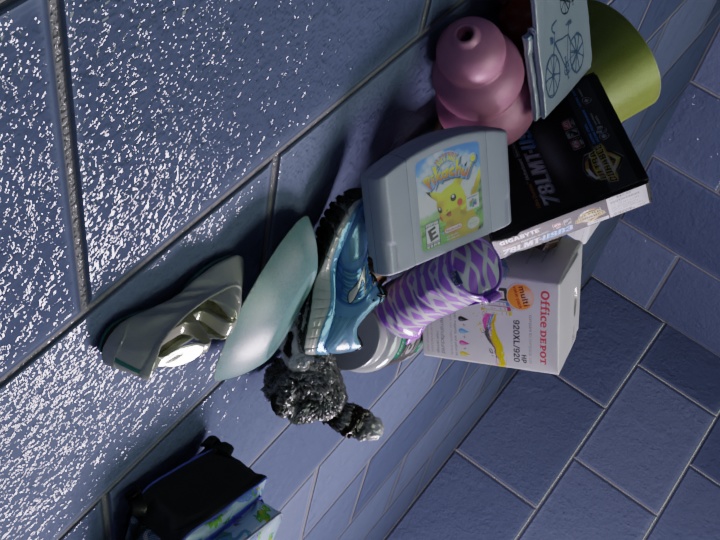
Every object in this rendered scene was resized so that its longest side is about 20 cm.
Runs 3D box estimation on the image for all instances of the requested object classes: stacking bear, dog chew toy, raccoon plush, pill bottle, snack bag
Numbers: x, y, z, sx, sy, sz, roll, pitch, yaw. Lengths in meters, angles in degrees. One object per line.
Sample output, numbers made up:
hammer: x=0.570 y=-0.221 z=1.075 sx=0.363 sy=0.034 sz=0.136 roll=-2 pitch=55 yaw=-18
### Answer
stacking bear: x=0.219 y=-0.284 z=1.359 sx=0.114 sy=0.121 sz=0.200 roll=-58 pitch=156 yaw=-23
dog chew toy: x=0.140 y=-0.223 z=1.221 sx=0.125 sy=0.124 sz=0.200 roll=-54 pitch=156 yaw=-7
raccoon plush: x=-0.029 y=0.125 z=1.320 sx=0.199 sy=0.097 sz=0.134 roll=20 pitch=126 yaw=-29
pill bottle: x=0.015 y=0.080 z=1.442 sx=0.113 sy=0.113 sz=0.200 roll=-59 pitch=164 yaw=12
snack bag: x=0.232 y=-0.302 z=1.241 sx=0.189 sy=0.021 sz=0.201 roll=-46 pitch=133 yaw=-48

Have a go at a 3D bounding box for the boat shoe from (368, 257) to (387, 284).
boat shoe: x=0.000 y=0.000 z=1.321 sx=0.072 sy=0.076 sz=0.200 roll=-60 pitch=162 yaw=22

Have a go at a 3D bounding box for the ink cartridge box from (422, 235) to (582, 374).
ink cartridge box: x=0.201 y=0.039 z=1.482 sx=0.145 sy=0.199 sz=0.148 roll=-49 pitch=140 yaw=-55

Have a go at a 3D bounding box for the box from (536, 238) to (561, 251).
box: x=0.189 y=-0.107 z=1.425 sx=0.075 sy=0.199 sz=0.100 roll=-63 pitch=163 yaw=14

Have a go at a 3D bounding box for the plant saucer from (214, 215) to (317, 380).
plant saucer: x=-0.089 y=0.038 z=1.120 sx=0.202 sy=0.039 sz=0.201 roll=-62 pitch=176 yaw=-7

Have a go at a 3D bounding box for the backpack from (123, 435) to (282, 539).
backpack: x=-0.201 y=0.334 z=1.252 sx=0.183 sy=0.147 sz=0.201 roll=-29 pitch=152 yaw=-53

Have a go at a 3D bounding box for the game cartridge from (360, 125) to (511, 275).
game cartridge: x=0.090 y=-0.087 z=1.168 sx=0.199 sy=0.040 sz=0.134 roll=-23 pitch=116 yaw=-31

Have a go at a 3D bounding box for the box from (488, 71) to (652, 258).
box: x=0.233 y=-0.133 z=1.301 sx=0.198 sy=0.201 sz=0.050 roll=-19 pitch=142 yaw=8

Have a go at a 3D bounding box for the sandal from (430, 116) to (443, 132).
sandal: x=0.064 y=-0.127 z=1.303 sx=0.201 sy=0.057 sz=0.080 roll=-61 pitch=169 yaw=-47

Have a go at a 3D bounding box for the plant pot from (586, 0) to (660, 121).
plant pot: x=0.304 y=-0.265 z=1.553 sx=0.200 sy=0.187 sz=0.187 roll=-37 pitch=160 yaw=-10

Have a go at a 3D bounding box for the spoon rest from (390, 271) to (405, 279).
spoon rest: x=0.074 y=-0.005 z=1.544 sx=0.100 sy=0.060 sz=0.200 roll=-58 pitch=163 yaw=-3

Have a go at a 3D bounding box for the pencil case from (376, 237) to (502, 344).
pencil case: x=0.096 y=0.025 z=1.284 sx=0.084 sy=0.086 sz=0.200 roll=-32 pitch=180 yaw=-32

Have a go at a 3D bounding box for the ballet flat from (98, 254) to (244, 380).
ballet flat: x=-0.156 y=0.048 z=0.976 sx=0.200 sy=0.069 sz=0.070 roll=-35 pitch=154 yaw=-52

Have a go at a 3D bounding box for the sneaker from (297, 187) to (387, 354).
sneaker: x=-0.011 y=0.003 z=1.190 sx=0.078 sy=0.089 sz=0.201 roll=-118 pitch=-140 yaw=-67

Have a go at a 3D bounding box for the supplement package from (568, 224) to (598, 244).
supplement package: x=0.315 y=-0.157 z=1.694 sx=0.117 sy=0.200 sz=0.117 roll=-52 pitch=163 yaw=-14
